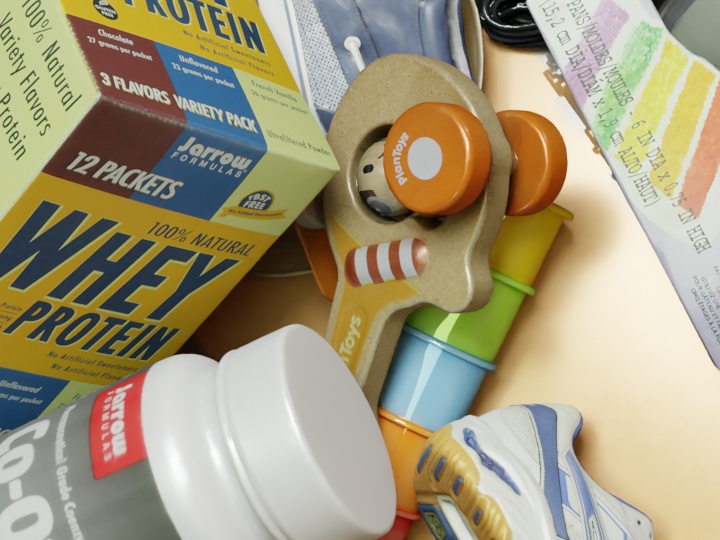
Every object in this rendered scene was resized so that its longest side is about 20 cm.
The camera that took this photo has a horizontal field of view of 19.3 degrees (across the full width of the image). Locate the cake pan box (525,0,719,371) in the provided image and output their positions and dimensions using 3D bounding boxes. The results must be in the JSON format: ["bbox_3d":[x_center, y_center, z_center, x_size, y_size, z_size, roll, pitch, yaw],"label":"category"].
[{"bbox_3d":[0.195,-0.083,0.941,0.184,0.052,0.201,-27,89,8],"label":"cake pan box"}]

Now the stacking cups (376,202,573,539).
[{"bbox_3d":[0.031,0.051,0.988,0.060,0.060,0.201,26,94,18],"label":"stacking cups"}]

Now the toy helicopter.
[{"bbox_3d":[0.000,0.000,0.944,0.132,0.079,0.201,26,106,34],"label":"toy helicopter"}]

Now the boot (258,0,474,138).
[{"bbox_3d":[-0.005,-0.161,0.980,0.090,0.073,0.201,-10,97,19],"label":"boot"}]

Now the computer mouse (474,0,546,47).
[{"bbox_3d":[0.132,-0.199,0.997,0.140,0.046,0.201,11,85,18],"label":"computer mouse"}]

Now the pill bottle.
[{"bbox_3d":[-0.094,0.104,0.903,0.199,0.114,0.114,-25,76,17],"label":"pill bottle"}]

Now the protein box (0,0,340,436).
[{"bbox_3d":[-0.149,-0.061,0.949,0.200,0.135,0.199,-47,50,27],"label":"protein box"}]

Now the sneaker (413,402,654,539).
[{"bbox_3d":[0.106,0.145,0.930,0.088,0.075,0.201,-19,74,-29],"label":"sneaker"}]

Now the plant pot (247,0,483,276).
[{"bbox_3d":[-0.034,-0.095,1.039,0.199,0.027,0.201,-2,82,16],"label":"plant pot"}]
